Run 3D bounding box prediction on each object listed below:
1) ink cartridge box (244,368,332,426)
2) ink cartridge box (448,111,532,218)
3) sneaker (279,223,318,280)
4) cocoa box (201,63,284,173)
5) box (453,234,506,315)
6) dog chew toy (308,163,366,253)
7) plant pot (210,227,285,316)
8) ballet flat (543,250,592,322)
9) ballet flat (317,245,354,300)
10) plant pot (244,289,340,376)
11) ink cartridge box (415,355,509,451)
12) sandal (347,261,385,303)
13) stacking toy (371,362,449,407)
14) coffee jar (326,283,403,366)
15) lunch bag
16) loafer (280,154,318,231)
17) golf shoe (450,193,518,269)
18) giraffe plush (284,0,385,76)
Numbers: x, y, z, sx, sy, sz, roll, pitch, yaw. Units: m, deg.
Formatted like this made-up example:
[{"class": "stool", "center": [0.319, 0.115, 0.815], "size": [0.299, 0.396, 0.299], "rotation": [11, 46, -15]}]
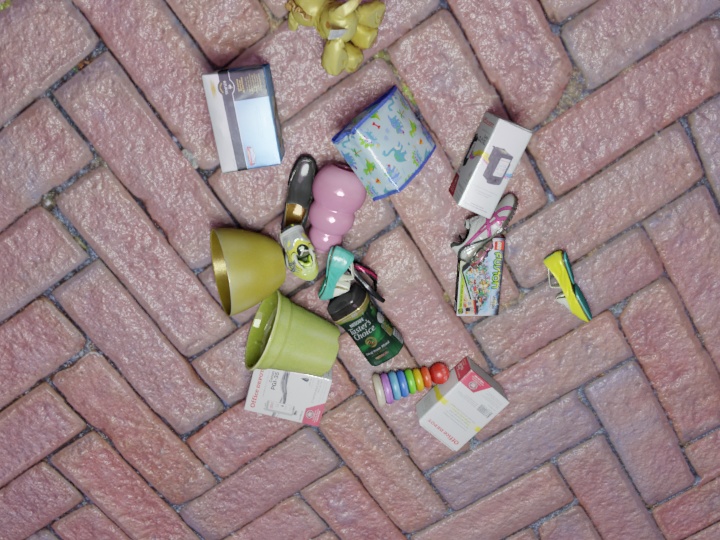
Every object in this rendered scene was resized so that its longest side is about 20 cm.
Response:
[{"class": "ink cartridge box", "center": [-0.184, 0.296, 1.579], "size": [0.198, 0.083, 0.148], "rotation": [14, 110, -8]}, {"class": "ink cartridge box", "center": [0.280, -0.236, 1.366], "size": [0.082, 0.146, 0.202], "rotation": [21, 108, -8]}, {"class": "sneaker", "center": [-0.135, -0.022, 1.422], "size": [0.075, 0.077, 0.201], "rotation": [-28, 150, -5]}, {"class": "cocoa box", "center": [-0.241, -0.324, 1.315], "size": [0.130, 0.134, 0.202], "rotation": [-8, 111, 0]}, {"class": "box", "center": [0.290, 0.012, 1.519], "size": [0.109, 0.035, 0.202], "rotation": [-1, 111, -3]}, {"class": "dog chew toy", "center": [-0.061, -0.134, 1.398], "size": [0.123, 0.125, 0.202], "rotation": [16, 107, -8]}, {"class": "plant pot", "center": [-0.252, -0.009, 1.421], "size": [0.140, 0.200, 0.202], "rotation": [-12, 113, -21]}, {"class": "ballet flat", "center": [0.506, 0.044, 1.533], "size": [0.066, 0.067, 0.201], "rotation": [-19, 109, 28]}, {"class": "ballet flat", "center": [-0.053, 0.019, 1.444], "size": [0.070, 0.068, 0.201], "rotation": [20, 145, 0]}, {"class": "plant pot", "center": [-0.155, 0.167, 1.489], "size": [0.183, 0.201, 0.202], "rotation": [22, 109, -22]}, {"class": "ink cartridge box", "center": [0.261, 0.347, 1.618], "size": [0.145, 0.084, 0.200], "rotation": [40, 104, -15]}, {"class": "sandal", "center": [0.000, 0.000, 1.485], "size": [0.045, 0.075, 0.200], "rotation": [-43, 104, -6]}, {"class": "stacking toy", "center": [0.133, 0.286, 1.598], "size": [0.198, 0.085, 0.086], "rotation": [-14, 111, -4]}, {"class": "coffee jar", "center": [0.011, 0.132, 1.522], "size": [0.104, 0.086, 0.200], "rotation": [-32, 109, 24]}, {"class": "lunch bag", "center": [0.062, -0.279, 1.342], "size": [0.200, 0.127, 0.171], "rotation": [-47, 110, -27]}, {"class": "loafer", "center": [-0.137, -0.160, 1.415], "size": [0.072, 0.072, 0.202], "rotation": [9, 109, -5]}, {"class": "golf shoe", "center": [0.289, -0.106, 1.437], "size": [0.092, 0.073, 0.201], "rotation": [36, 79, 7]}, {"class": "giraffe plush", "center": [-0.070, -0.510, 1.255], "size": [0.162, 0.200, 0.173], "rotation": [40, 110, 14]}]
